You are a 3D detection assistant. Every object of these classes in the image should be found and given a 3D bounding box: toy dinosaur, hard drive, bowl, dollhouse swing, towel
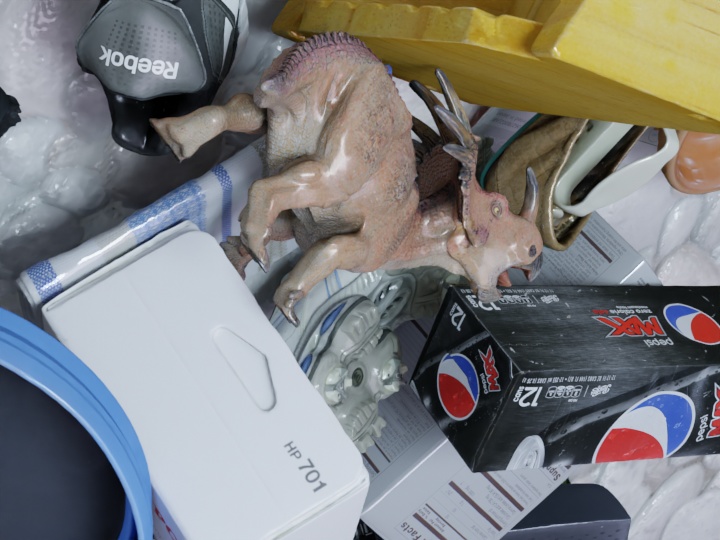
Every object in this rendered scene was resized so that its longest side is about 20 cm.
[{"bbox_3d":[-0.002,-0.052,0.838,0.135,0.086,0.200,-37,144,-8],"label":"toy dinosaur"},{"bbox_3d":[0.056,0.183,1.179,0.199,0.042,0.135,-8,140,-6],"label":"hard drive"},{"bbox_3d":[-0.181,0.088,0.810,0.200,0.039,0.201,5,126,6],"label":"bowl"},{"bbox_3d":[0.099,-0.162,0.876,0.181,0.200,0.177,15,90,-36],"label":"dollhouse swing"},{"bbox_3d":[-0.073,-0.018,0.935,0.200,0.024,0.147,-33,165,-14],"label":"towel"}]

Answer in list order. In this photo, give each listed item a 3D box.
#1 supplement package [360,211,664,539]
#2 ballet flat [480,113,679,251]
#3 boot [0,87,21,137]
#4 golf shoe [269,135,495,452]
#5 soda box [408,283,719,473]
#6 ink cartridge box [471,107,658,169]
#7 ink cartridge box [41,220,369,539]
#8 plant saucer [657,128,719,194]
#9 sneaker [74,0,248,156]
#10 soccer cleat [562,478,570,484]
[{"bbox_3d":[0.069,0.054,1.083,0.200,0.114,0.110,-42,139,2],"label":"supplement package"},{"bbox_3d":[0.140,-0.090,0.977,0.200,0.072,0.068,-51,142,12],"label":"ballet flat"},{"bbox_3d":[-0.174,-0.113,0.776,0.198,0.073,0.163,-26,134,-11],"label":"boot"},{"bbox_3d":[0.000,0.000,1.016,0.200,0.097,0.078,-51,133,-31],"label":"golf shoe"},{"bbox_3d":[0.127,0.051,0.984,0.199,0.071,0.064,0,127,-35],"label":"soda box"},{"bbox_3d":[0.157,-0.136,1.070,0.161,0.050,0.200,11,133,-45],"label":"ink cartridge box"},{"bbox_3d":[-0.074,0.091,0.920,0.086,0.147,0.200,-30,161,-16],"label":"ink cartridge box"},{"bbox_3d":[0.238,-0.119,1.069,0.200,0.038,0.200,-30,159,-13],"label":"plant saucer"},{"bbox_3d":[-0.080,-0.118,0.803,0.200,0.066,0.091,96,9,-56],"label":"sneaker"},{"bbox_3d":[0.097,0.157,1.242,0.081,0.068,0.200,-16,141,3],"label":"soccer cleat"}]
